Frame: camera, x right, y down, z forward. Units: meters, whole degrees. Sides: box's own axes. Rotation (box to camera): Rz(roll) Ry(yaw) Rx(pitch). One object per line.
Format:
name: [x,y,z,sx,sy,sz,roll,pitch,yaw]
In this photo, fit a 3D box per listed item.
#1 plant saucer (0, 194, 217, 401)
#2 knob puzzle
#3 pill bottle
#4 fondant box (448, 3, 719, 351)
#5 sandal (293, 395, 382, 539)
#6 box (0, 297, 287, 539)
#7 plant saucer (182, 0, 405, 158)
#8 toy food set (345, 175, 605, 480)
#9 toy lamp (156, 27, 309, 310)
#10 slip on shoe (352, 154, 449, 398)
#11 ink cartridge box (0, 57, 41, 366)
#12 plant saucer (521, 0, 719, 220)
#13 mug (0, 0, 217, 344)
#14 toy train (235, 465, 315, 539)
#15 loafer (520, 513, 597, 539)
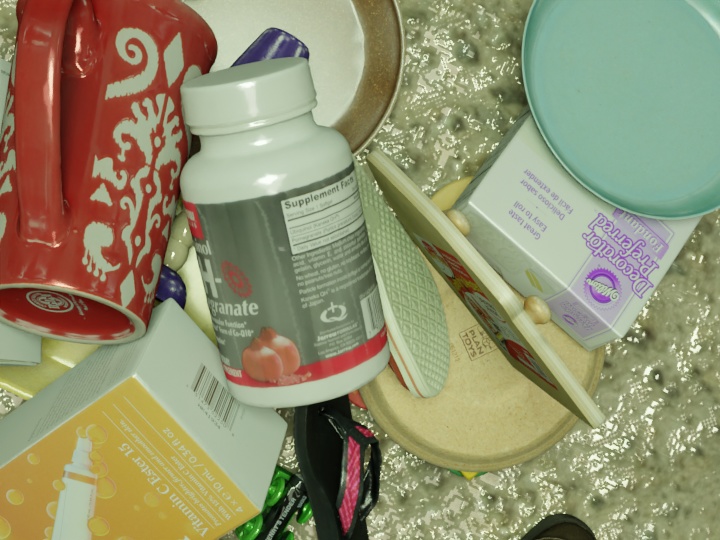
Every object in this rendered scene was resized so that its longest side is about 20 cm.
plant saucer: [-0.156,0.016,0.978,0.198,0.048,0.202,26,90,-6]
knob puzzle: [0.075,-0.003,0.876,0.030,0.220,0.220,-39,95,-2]
pill bottle: [-0.051,-0.026,0.856,0.109,0.111,0.203,-13,105,-5]
fondant box: [0.172,-0.067,0.975,0.144,0.058,0.201,40,70,-6]
sandal: [-0.005,0.157,0.975,0.045,0.075,0.203,-2,107,27]
box: [-0.167,0.134,0.907,0.199,0.098,0.125,-34,108,23]
plant saucer: [-0.067,-0.160,0.988,0.198,0.037,0.203,0,91,-5]
toy food set: [0.082,0.049,1.003,0.198,0.049,0.200,-41,95,-3]
toy lamp: [-0.096,-0.072,0.932,0.058,0.058,0.201,30,83,-6]
slip on shoe: [0.000,0.000,0.945,0.061,0.074,0.201,-27,98,35]
ink cartridge box: [-0.293,-0.035,0.912,0.143,0.087,0.203,-3,82,15]
plant saucer: [0.198,-0.130,0.953,0.197,0.027,0.203,4,75,-17]
mug: [-0.183,-0.073,0.849,0.132,0.177,0.203,-7,66,34]
toy train: [-0.098,0.229,0.986,0.042,0.056,0.201,33,88,-21]
loafer: [0.103,0.264,0.999,0.073,0.071,0.201,38,88,-5]
